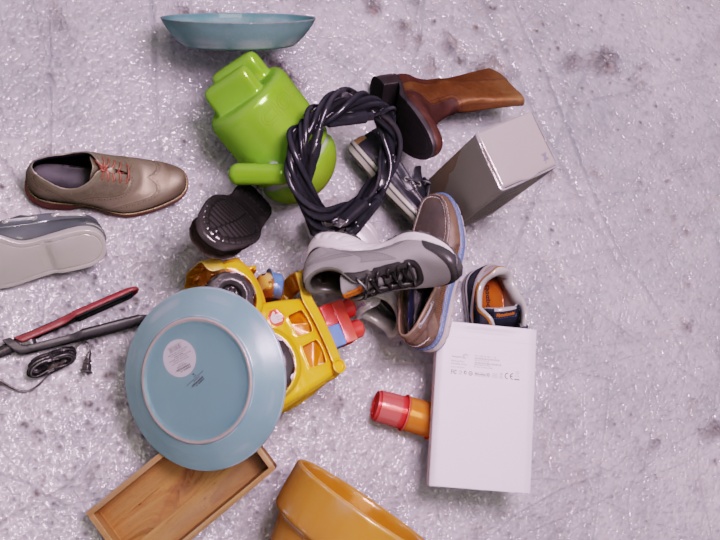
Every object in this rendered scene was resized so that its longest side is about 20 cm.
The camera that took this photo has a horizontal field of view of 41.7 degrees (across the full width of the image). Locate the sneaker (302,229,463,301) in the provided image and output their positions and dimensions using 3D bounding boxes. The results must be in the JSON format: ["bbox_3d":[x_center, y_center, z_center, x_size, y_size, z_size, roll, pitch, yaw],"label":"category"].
[{"bbox_3d":[0.023,0.003,1.098,0.196,0.075,0.080,0,43,21],"label":"sneaker"}]

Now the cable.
[{"bbox_3d":[-0.020,-0.141,1.164,0.201,0.050,0.164,-51,124,-26],"label":"cable"}]

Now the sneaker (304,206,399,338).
[{"bbox_3d":[0.000,0.000,1.205,0.200,0.075,0.100,44,39,-2],"label":"sneaker"}]

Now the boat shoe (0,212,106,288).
[{"bbox_3d":[-0.400,-0.029,1.114,0.196,0.074,0.062,-8,35,-13],"label":"boat shoe"}]

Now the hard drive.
[{"bbox_3d":[0.153,0.171,1.185,0.129,0.027,0.204,6,79,-7],"label":"hard drive"}]

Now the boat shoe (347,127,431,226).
[{"bbox_3d":[0.066,-0.110,1.268,0.062,0.075,0.201,-41,86,-2],"label":"boat shoe"}]

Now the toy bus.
[{"bbox_3d":[-0.098,0.065,1.141,0.190,0.136,0.203,-24,83,-26],"label":"toy bus"}]

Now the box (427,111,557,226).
[{"bbox_3d":[0.164,-0.122,1.236,0.094,0.200,0.079,-23,83,-22],"label":"box"}]

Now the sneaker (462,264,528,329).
[{"bbox_3d":[0.182,0.092,1.255,0.077,0.079,0.204,-7,80,-20],"label":"sneaker"}]

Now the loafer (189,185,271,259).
[{"bbox_3d":[-0.159,-0.047,1.130,0.073,0.200,0.071,45,107,-2],"label":"loafer"}]

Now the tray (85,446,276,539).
[{"bbox_3d":[-0.203,0.249,1.081,0.199,0.037,0.099,-39,89,-6],"label":"tray"}]

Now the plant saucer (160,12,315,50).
[{"bbox_3d":[-0.154,-0.304,1.202,0.196,0.200,0.037,-5,110,-19],"label":"plant saucer"}]

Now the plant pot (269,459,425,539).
[{"bbox_3d":[-0.037,0.348,1.067,0.199,0.200,0.185,34,84,-7],"label":"plant pot"}]

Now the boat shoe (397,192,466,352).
[{"bbox_3d":[0.084,-0.005,1.171,0.072,0.071,0.204,21,69,-52],"label":"boat shoe"}]

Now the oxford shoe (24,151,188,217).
[{"bbox_3d":[-0.304,-0.108,1.146,0.196,0.075,0.072,-5,77,-20],"label":"oxford shoe"}]

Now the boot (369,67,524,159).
[{"bbox_3d":[0.133,-0.216,1.290,0.196,0.189,0.070,-7,121,-20],"label":"boot"}]

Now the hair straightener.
[{"bbox_3d":[-0.340,0.089,1.102,0.197,0.041,0.078,-22,84,-22],"label":"hair straightener"}]

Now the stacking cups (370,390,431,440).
[{"bbox_3d":[0.110,0.197,1.221,0.196,0.061,0.062,18,71,-8],"label":"stacking cups"}]

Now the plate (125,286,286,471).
[{"bbox_3d":[-0.177,0.120,1.040,0.196,0.026,0.205,0,90,17],"label":"plate"}]

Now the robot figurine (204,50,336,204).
[{"bbox_3d":[-0.107,-0.170,1.187,0.201,0.114,0.177,51,25,-26],"label":"robot figurine"}]
